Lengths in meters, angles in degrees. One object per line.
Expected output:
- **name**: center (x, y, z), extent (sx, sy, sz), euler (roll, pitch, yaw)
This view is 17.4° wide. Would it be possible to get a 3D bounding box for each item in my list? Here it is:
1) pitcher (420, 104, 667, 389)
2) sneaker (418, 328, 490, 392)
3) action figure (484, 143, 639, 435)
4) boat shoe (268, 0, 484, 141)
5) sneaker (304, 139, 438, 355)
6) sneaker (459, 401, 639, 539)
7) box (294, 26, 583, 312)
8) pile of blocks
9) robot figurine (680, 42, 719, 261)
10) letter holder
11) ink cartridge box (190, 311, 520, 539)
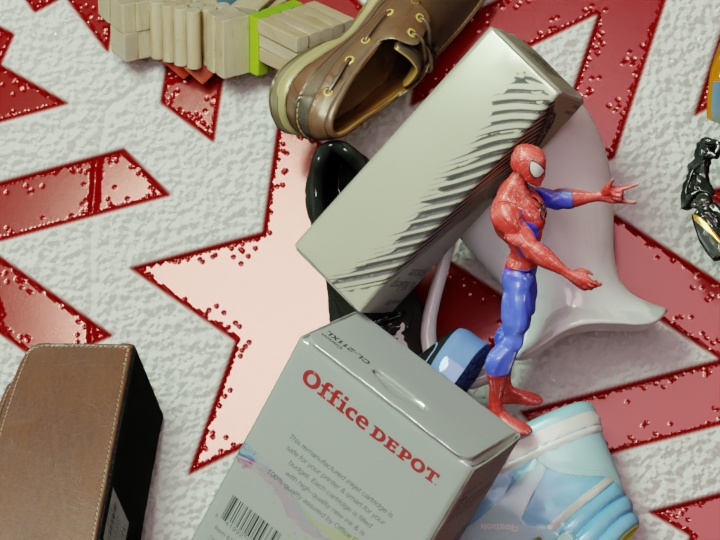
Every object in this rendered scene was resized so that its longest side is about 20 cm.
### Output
- **pitcher**: center (0.102, -0.029, 1.649), extent (0.171, 0.121, 0.201), euler (-21, 84, -4)
- **sneaker**: center (0.005, 0.104, 1.621), extent (0.078, 0.070, 0.200), euler (43, 111, 11)
- **action figure**: center (0.131, 0.010, 1.554), extent (0.099, 0.065, 0.201), euler (3, 117, 11)
- **boat shoe**: center (0.027, -0.158, 1.696), extent (0.200, 0.072, 0.068), euler (-41, 41, -20)
- **sneaker**: center (0.000, 0.000, 1.668), extent (0.076, 0.091, 0.201), euler (-21, 76, 1)
- **sneaker**: center (0.099, 0.189, 1.613), extent (0.200, 0.080, 0.131), euler (-30, 78, 6)
- **box**: center (0.053, -0.065, 1.568), extent (0.068, 0.082, 0.200), euler (45, 104, 13)
- **pile of blocks**: center (-0.101, -0.172, 1.751), extent (0.199, 0.082, 0.062), euler (13, 120, 20)
- **robot figurine**: center (0.297, -0.093, 1.632), extent (0.144, 0.058, 0.201), euler (3, 75, 10)
- **letter holder**: center (-0.229, 0.159, 1.623), extent (0.142, 0.101, 0.201), euler (1, 57, 10)
- **ink cartridge box**: center (-0.007, 0.151, 1.554), extent (0.146, 0.083, 0.200), euler (37, 117, 17)
